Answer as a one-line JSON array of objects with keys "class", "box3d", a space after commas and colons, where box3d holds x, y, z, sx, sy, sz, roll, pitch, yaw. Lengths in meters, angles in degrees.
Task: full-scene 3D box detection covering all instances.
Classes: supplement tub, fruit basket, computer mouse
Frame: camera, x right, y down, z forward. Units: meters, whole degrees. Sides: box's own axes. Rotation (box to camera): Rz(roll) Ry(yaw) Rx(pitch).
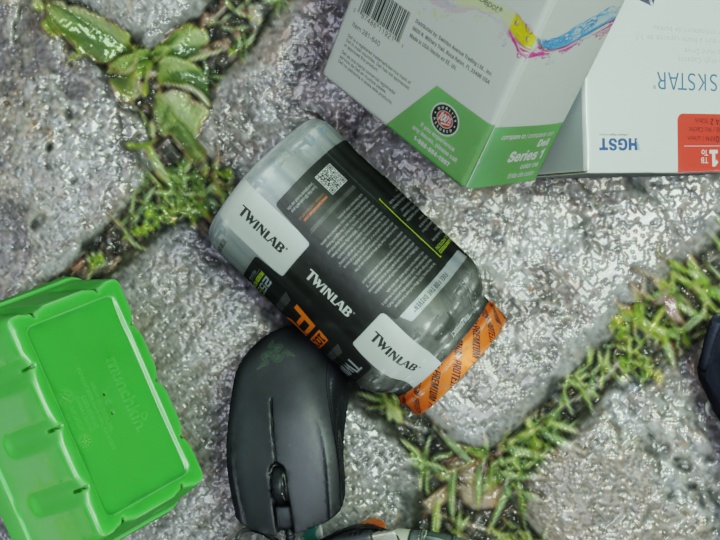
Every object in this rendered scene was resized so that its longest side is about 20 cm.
[{"class": "supplement tub", "box3d": [0.000, 0.000, 0.771, 0.200, 0.123, 0.123, 43, 95, 1]}, {"class": "fruit basket", "box3d": [-0.239, 0.119, 0.804, 0.215, 0.155, 0.217, 21, 122, 38]}, {"class": "computer mouse", "box3d": [-0.049, 0.126, 0.774, 0.138, 0.053, 0.201, -13, 64, 15]}]

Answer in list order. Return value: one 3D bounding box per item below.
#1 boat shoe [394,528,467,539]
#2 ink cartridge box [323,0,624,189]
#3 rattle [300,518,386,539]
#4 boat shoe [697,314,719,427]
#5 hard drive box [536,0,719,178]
[{"class": "boat shoe", "box3d": [0.053, 0.284, 0.761, 0.061, 0.073, 0.201, -2, 86, 7]}, {"class": "ink cartridge box", "box3d": [0.079, -0.175, 0.670, 0.145, 0.084, 0.201, 43, 124, 31]}, {"class": "rattle", "box3d": [-0.036, 0.280, 0.737, 0.130, 0.143, 0.201, 26, 100, 21]}, {"class": "boat shoe", "box3d": [0.295, 0.118, 0.791, 0.074, 0.093, 0.201, -16, 119, -28]}, {"class": "hard drive box", "box3d": [0.190, -0.165, 0.742, 0.155, 0.077, 0.201, -4, 94, -27]}]
